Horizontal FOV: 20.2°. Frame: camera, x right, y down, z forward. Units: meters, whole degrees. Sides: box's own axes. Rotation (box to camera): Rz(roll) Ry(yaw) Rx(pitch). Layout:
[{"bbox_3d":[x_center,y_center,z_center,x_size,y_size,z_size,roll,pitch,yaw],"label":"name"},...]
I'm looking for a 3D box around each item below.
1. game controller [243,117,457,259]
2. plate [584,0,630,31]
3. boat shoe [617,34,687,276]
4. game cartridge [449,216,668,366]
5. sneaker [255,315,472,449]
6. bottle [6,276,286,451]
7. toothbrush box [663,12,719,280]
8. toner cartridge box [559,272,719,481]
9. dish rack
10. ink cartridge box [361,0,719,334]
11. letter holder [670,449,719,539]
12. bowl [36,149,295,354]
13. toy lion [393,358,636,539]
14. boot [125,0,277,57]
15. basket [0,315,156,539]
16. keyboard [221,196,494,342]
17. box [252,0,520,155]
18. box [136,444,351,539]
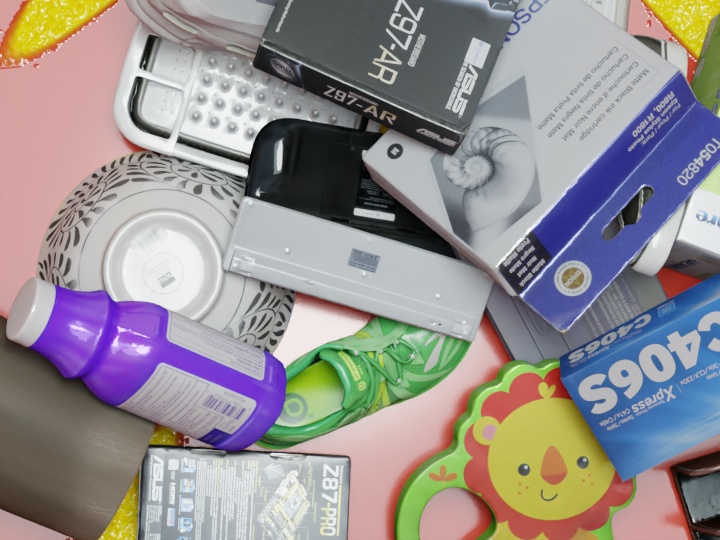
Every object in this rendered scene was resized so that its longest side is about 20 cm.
[{"bbox_3d":[0.008,-0.051,1.519,0.199,0.042,0.105,9,81,-25],"label":"game controller"},{"bbox_3d":[0.126,-0.222,1.544,0.199,0.032,0.201,8,84,-21],"label":"plate"},{"bbox_3d":[0.200,-0.087,1.489,0.063,0.071,0.201,14,56,-12],"label":"boat shoe"},{"bbox_3d":[0.155,0.010,1.531,0.129,0.038,0.201,-31,106,-8],"label":"game cartridge"},{"bbox_3d":[0.004,0.078,1.516,0.199,0.084,0.074,-31,91,-4],"label":"sneaker"},{"bbox_3d":[-0.151,0.063,1.429,0.199,0.083,0.066,24,48,-25],"label":"bottle"},{"bbox_3d":[0.287,-0.096,1.516,0.086,0.146,0.201,20,84,-3],"label":"toothbrush box"},{"bbox_3d":[0.250,0.062,1.442,0.199,0.043,0.095,-30,107,14],"label":"toner cartridge box"},{"bbox_3d":[-0.076,-0.153,1.548,0.199,0.044,0.173,17,84,-2],"label":"dish rack"},{"bbox_3d":[0.135,-0.089,1.448,0.200,0.041,0.200,40,84,27],"label":"ink cartridge box"},{"bbox_3d":[0.351,0.166,1.503,0.199,0.142,0.101,-17,87,-4],"label":"letter holder"},{"bbox_3d":[-0.145,0.003,1.508,0.199,0.094,0.202,0,86,-5],"label":"bowl"},{"bbox_3d":[0.119,0.166,1.514,0.199,0.069,0.193,-13,96,-4],"label":"toy lion"},{"bbox_3d":[-0.074,-0.189,1.493,0.199,0.095,0.074,18,77,-37],"label":"boot"},{"bbox_3d":[-0.260,0.106,1.469,0.199,0.180,0.137,28,67,-12],"label":"basket"},{"bbox_3d":[0.000,0.000,1.480,0.199,0.011,0.057,16,94,-13],"label":"keyboard"},{"bbox_3d":[0.033,-0.204,1.444,0.159,0.044,0.201,24,71,-3],"label":"box"},{"bbox_3d":[-0.091,0.234,1.518,0.160,0.049,0.202,2,86,-2],"label":"box"}]
